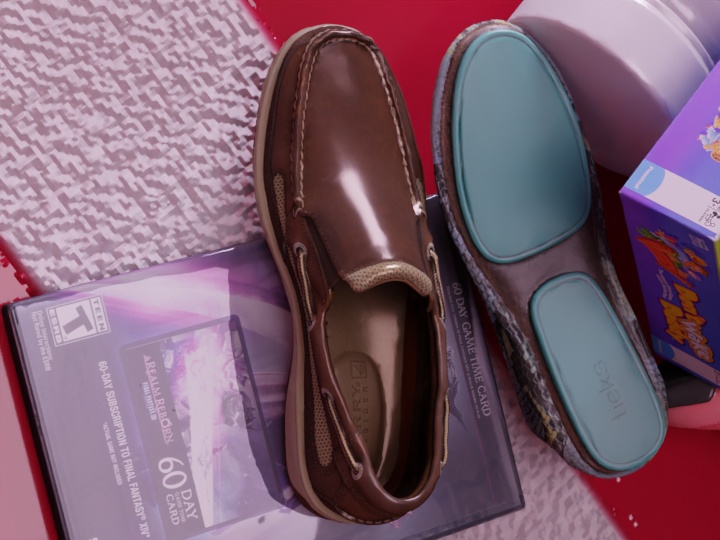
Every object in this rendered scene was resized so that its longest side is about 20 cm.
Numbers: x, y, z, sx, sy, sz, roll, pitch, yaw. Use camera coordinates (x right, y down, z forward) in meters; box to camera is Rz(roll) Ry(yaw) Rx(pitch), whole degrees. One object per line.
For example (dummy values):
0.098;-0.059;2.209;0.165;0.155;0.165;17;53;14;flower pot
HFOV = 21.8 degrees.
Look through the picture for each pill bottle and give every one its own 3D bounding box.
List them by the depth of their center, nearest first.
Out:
0.155;-0.145;0.814;0.114;0.114;0.200;45;72;-15;pill bottle

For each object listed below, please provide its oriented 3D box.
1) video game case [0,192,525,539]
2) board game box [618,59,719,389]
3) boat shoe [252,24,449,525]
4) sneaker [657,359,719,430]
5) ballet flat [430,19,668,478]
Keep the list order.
-0.035;0.059;0.775;0.199;0.019;0.144;-15;93;-22;video game case
0.188;-0.062;0.777;0.200;0.045;0.135;-52;151;-15;board game box
0.006;0.000;0.745;0.074;0.075;0.203;-7;90;-23;boat shoe
0.222;0.075;0.855;0.199;0.074;0.087;1;90;-22;sneaker
0.071;-0.007;0.796;0.074;0.074;0.201;-20;98;-23;ballet flat
